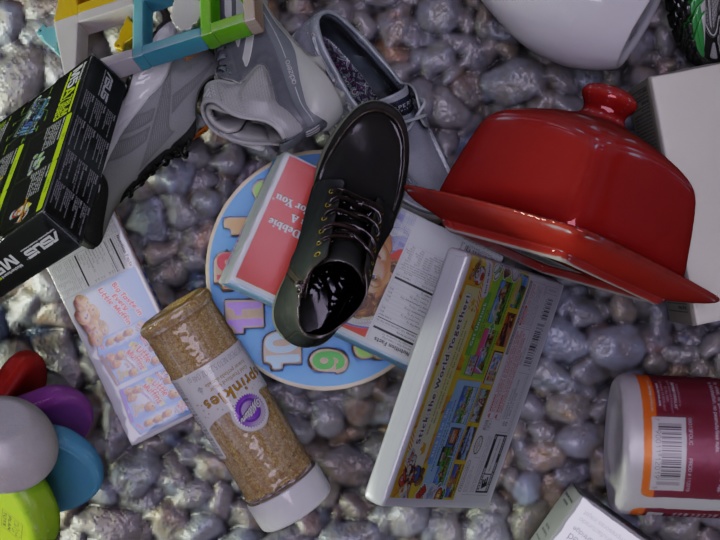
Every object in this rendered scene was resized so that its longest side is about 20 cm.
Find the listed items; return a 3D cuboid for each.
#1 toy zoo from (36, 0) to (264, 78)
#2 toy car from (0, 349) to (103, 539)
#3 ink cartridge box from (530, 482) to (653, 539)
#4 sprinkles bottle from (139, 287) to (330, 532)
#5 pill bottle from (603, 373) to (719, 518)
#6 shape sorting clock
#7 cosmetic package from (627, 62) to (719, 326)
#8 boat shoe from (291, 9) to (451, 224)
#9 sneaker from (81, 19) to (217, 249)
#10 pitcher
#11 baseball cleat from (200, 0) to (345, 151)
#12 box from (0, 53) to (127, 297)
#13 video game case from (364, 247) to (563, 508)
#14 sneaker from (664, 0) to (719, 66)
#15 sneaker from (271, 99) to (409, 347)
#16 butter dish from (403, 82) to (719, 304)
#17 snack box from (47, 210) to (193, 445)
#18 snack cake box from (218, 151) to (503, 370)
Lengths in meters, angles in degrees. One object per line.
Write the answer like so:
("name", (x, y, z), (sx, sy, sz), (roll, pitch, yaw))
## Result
("toy zoo", (-0.174, -0.220, 1.288), (0.199, 0.020, 0.132), (-14, 58, 16))
("toy car", (-0.288, 0.135, 1.276), (0.200, 0.176, 0.150), (39, 47, 26))
("ink cartridge box", (0.178, 0.300, 1.300), (0.146, 0.084, 0.201), (34, 91, 1))
("sprinkles bottle", (-0.102, 0.114, 1.300), (0.068, 0.068, 0.201), (-31, 97, 1))
("pill bottle", (0.303, 0.144, 1.284), (0.198, 0.114, 0.115), (3, 90, 0))
("shape sorting clock", (-0.030, 0.000, 1.325), (0.198, 0.039, 0.202), (0, 90, 1))
("cosmetic package", (0.276, -0.061, 1.290), (0.073, 0.104, 0.202), (-11, 91, 0))
("boat shoe", (0.016, -0.127, 1.298), (0.201, 0.072, 0.070), (50, 56, 2))
("sneaker", (-0.175, -0.105, 1.301), (0.079, 0.074, 0.201), (28, 79, -8))
("pitcher", (0.156, -0.267, 1.293), (0.199, 0.121, 0.172), (32, 75, 12))
("baseball cleat", (-0.100, -0.171, 1.269), (0.106, 0.070, 0.200), (-31, 54, -20))
("box", (-0.275, -0.052, 1.224), (0.192, 0.201, 0.048), (-28, 124, 25))
("video game case", (0.086, 0.091, 1.258), (0.023, 0.182, 0.201), (21, 93, 31))
("sneaker", (0.299, -0.265, 1.302), (0.085, 0.078, 0.202), (7, 90, 0))
("sneaker", (-0.003, -0.036, 1.188), (0.074, 0.106, 0.201), (20, 84, -10))
("butter dish", (0.170, -0.071, 1.215), (0.199, 0.199, 0.149), (21, 87, -42))
("snack box", (-0.202, 0.041, 1.334), (0.072, 0.024, 0.201), (-25, 90, -1))
("snack cake box", (0.000, 0.000, 1.276), (0.199, 0.067, 0.116), (26, 84, -10))
